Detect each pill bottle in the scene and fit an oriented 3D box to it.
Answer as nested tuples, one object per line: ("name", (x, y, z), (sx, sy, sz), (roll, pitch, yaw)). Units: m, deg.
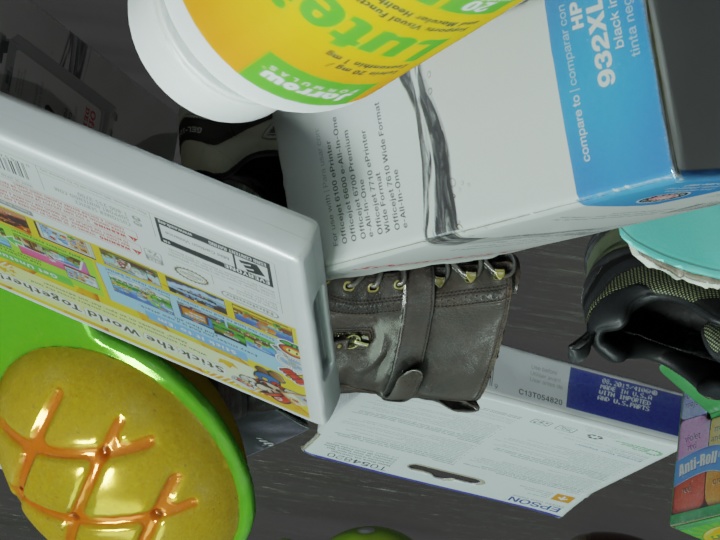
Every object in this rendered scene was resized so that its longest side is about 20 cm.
("pill bottle", (-0.006, -0.123, 0.765), (0.110, 0.112, 0.200), (21, 155, -26))

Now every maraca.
("maraca", (-0.135, 0.076, 1.067), (0.137, 0.107, 0.200), (-27, 109, 34))

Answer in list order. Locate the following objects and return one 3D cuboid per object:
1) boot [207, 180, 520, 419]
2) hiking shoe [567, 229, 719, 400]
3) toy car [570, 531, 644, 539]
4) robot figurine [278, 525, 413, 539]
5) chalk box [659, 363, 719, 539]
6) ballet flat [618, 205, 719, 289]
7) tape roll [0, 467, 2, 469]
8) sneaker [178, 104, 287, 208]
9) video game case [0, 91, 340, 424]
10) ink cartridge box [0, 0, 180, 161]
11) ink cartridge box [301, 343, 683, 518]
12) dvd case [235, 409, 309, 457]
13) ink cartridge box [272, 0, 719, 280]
("boot", (0.000, 0.000, 1.107), (0.173, 0.069, 0.201), (-6, 131, -13))
("hiking shoe", (0.204, 0.030, 1.038), (0.198, 0.101, 0.076), (3, 133, 16))
("toy car", (0.251, 0.267, 1.563), (0.198, 0.159, 0.164), (-7, 167, 9))
("robot figurine", (0.004, 0.276, 1.703), (0.174, 0.117, 0.200), (15, 157, -1))
("chalk box", (0.253, 0.091, 1.151), (0.199, 0.125, 0.125), (23, 153, -29))
("ballet flat", (0.216, -0.023, 0.980), (0.198, 0.072, 0.072), (3, 157, 17))
("tape roll", (-0.137, 0.053, 1.222), (0.198, 0.067, 0.201), (-8, 149, -4))
("sneaker", (0.001, -0.043, 0.985), (0.199, 0.088, 0.076), (18, 155, -23))
("video game case", (-0.104, -0.011, 0.906), (0.199, 0.023, 0.182), (22, 158, 12))
("ink cartridge box", (-0.204, -0.073, 0.999), (0.146, 0.083, 0.200), (-6, 152, 33))
("ink cartridge box", (0.080, 0.097, 1.345), (0.198, 0.041, 0.200), (15, 157, -13))
("dvd case", (-0.144, 0.081, 1.186), (0.148, 0.016, 0.200), (-24, 146, 24))
("ink cartridge box", (0.083, -0.058, 0.856), (0.199, 0.084, 0.144), (-14, 175, 43))
